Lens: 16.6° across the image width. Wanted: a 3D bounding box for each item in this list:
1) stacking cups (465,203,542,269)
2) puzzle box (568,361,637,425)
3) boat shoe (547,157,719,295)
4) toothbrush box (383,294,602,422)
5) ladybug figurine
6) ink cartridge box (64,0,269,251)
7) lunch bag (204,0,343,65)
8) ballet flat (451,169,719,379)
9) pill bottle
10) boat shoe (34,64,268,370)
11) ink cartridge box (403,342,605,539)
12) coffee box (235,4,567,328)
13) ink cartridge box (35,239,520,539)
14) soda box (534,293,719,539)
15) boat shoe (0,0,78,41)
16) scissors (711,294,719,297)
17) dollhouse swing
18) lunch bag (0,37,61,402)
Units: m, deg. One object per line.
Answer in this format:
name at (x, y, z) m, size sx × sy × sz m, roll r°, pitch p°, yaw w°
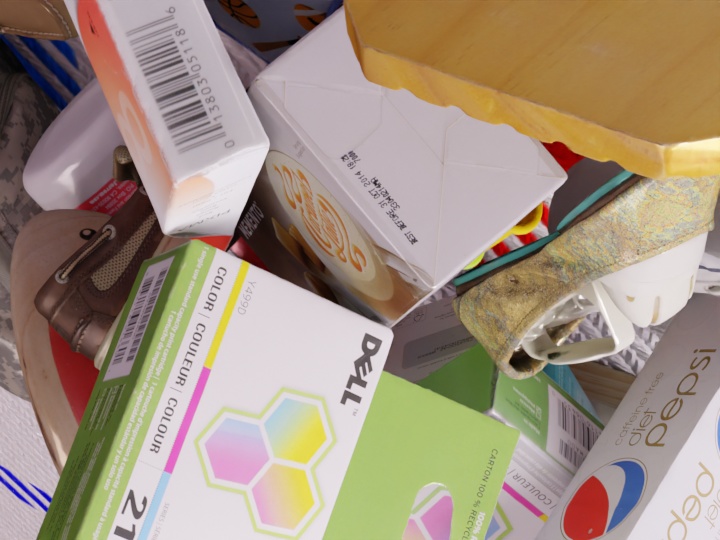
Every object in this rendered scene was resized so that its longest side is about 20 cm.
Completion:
stacking cups at (0.000, 0.000, 1.252) m, size 0.200 × 0.061 × 0.060 m, roll -33°, pitch 112°, yaw 34°
puzzle box at (0.197, 0.118, 1.356) m, size 0.199 × 0.025 × 0.133 m, roll 19°, pitch 150°, yaw 35°
boat shoe at (0.169, -0.021, 1.091) m, size 0.065 × 0.072 × 0.199 m, roll 17°, pitch 164°, yaw -36°
toothbrush box at (0.059, 0.119, 1.336) m, size 0.146 × 0.086 × 0.200 m, roll -18°, pitch 126°, yaw 21°
ladybug figurine at (-0.115, 0.060, 1.274) m, size 0.072 × 0.136 × 0.201 m, roll -17°, pitch 98°, yaw 20°
ink cartridge box at (-0.104, -0.088, 1.089) m, size 0.163 × 0.050 × 0.200 m, roll 65°, pitch 162°, yaw 10°
lunch bag at (-0.077, -0.179, 1.120) m, size 0.200 × 0.076 × 0.160 m, roll 36°, pitch 160°, yaw 1°
ballet flat at (0.106, 0.000, 1.062) m, size 0.071 × 0.071 × 0.200 m, roll 40°, pitch 149°, yaw -9°
pill bottle at (-0.080, -0.022, 1.366) m, size 0.200 × 0.112 × 0.112 m, roll 44°, pitch 155°, yaw -18°
boat shoe at (-0.089, -0.044, 1.221) m, size 0.075 × 0.203 × 0.075 m, roll 32°, pitch 153°, yaw 3°
ink cartridge box at (0.029, 0.125, 1.249) m, size 0.200 × 0.059 × 0.104 m, roll -34°, pitch 119°, yaw 29°
coffee box at (0.004, -0.040, 1.085) m, size 0.115 × 0.080 × 0.200 m, roll 50°, pitch 166°, yaw 1°
ink cartridge box at (-0.022, 0.094, 1.081) m, size 0.199 × 0.149 × 0.076 m, roll 24°, pitch 165°, yaw -17°
soda box at (0.149, 0.102, 1.173) m, size 0.064 × 0.200 × 0.068 m, roll 47°, pitch 154°, yaw -23°
boat shoe at (-0.232, -0.157, 1.379) m, size 0.199 × 0.067 × 0.074 m, roll 19°, pitch 152°, yaw 34°
scissors at (0.183, 0.015, 1.129) m, size 0.014 × 0.074 × 0.200 m, roll 25°, pitch 162°, yaw -22°
dollhouse swing at (0.115, -0.068, 0.936) m, size 0.199 × 0.176 × 0.182 m, roll 21°, pitch 152°, yaw 29°
lunch bag at (-0.214, -0.027, 1.446) m, size 0.200 × 0.139 × 0.168 m, roll 57°, pitch 180°, yaw -37°
